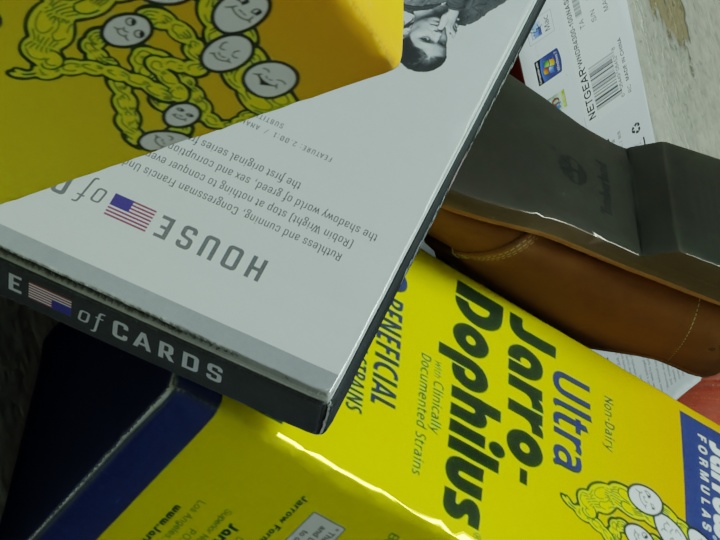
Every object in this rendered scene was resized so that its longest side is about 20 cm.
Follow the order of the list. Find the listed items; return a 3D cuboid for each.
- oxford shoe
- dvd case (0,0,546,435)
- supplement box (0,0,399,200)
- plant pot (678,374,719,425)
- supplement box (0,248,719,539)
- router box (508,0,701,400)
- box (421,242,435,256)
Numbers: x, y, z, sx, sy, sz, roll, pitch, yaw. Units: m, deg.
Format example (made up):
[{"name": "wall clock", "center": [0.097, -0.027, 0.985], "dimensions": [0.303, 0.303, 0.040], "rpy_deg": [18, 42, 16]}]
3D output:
[{"name": "oxford shoe", "center": [0.040, -0.016, 0.774], "dimensions": [0.199, 0.071, 0.072], "rpy_deg": [24, 41, -11]}, {"name": "dvd case", "center": [-0.038, -0.063, 0.706], "dimensions": [0.025, 0.150, 0.201], "rpy_deg": [104, 12, -55]}, {"name": "supplement box", "center": [-0.102, -0.085, 0.551], "dimensions": [0.109, 0.199, 0.110], "rpy_deg": [53, 28, -42]}, {"name": "plant pot", "center": [0.142, 0.145, 1.090], "dimensions": [0.195, 0.200, 0.202], "rpy_deg": [-16, 89, -62]}, {"name": "supplement box", "center": [0.007, 0.072, 0.753], "dimensions": [0.199, 0.110, 0.109], "rpy_deg": [30, 38, -20]}, {"name": "router box", "center": [0.027, -0.057, 0.886], "dimensions": [0.049, 0.179, 0.201], "rpy_deg": [-34, 128, -23]}, {"name": "box", "center": [0.000, 0.000, 0.889], "dimensions": [0.048, 0.122, 0.201], "rpy_deg": [-33, 117, -24]}]
